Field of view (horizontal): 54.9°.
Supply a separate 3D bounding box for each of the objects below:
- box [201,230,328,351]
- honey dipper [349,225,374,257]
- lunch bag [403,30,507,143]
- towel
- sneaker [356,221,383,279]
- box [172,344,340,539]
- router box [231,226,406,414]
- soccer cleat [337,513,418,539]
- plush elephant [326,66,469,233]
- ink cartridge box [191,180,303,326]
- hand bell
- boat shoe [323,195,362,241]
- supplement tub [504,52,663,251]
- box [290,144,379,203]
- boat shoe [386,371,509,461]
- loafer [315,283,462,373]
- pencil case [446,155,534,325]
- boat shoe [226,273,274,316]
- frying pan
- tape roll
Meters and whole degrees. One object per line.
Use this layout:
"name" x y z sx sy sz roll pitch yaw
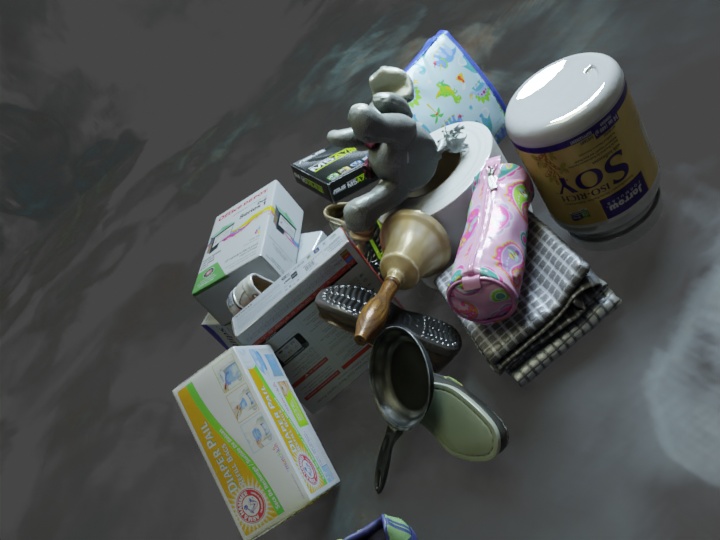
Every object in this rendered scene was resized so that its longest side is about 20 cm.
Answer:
"box" -0.139 0.047 1.164 0.197 0.105 0.187 -6 46 43
"honey dipper" 0.000 0.000 1.012 0.037 0.205 0.038 2 28 -1
"lunch bag" 0.133 -0.261 1.148 0.171 0.201 0.126 -49 33 -14
"towel" 0.191 0.023 0.849 0.165 0.086 0.201 -39 32 5
"sneaker" 0.013 0.000 1.101 0.203 0.074 0.076 -60 -7 -7
"box" -0.125 0.206 0.852 0.100 0.203 0.112 -33 -12 12
"router box" -0.048 0.074 0.960 0.199 0.180 0.049 -39 30 2
"soccer cleat" -0.029 0.320 0.732 0.198 0.084 0.065 -35 32 11
"plush elephant" 0.028 -0.178 0.943 0.196 0.169 0.154 -22 38 -26
"ink cartridge box" -0.177 -0.032 1.120 0.142 0.084 0.203 -27 34 23
"hand bell" 0.037 0.023 0.854 0.102 0.106 0.201 -15 28 35
"boat shoe" 0.010 -0.092 1.207 0.197 0.065 0.073 2 51 49
"supplement tub" 0.275 -0.138 0.839 0.143 0.201 0.147 -27 33 20
"box" -0.015 -0.213 1.349 0.197 0.048 0.193 -29 31 -15
"boat shoe" 0.102 0.158 0.799 0.199 0.059 0.074 18 106 54
"loafer" 0.028 0.083 0.884 0.073 0.195 0.072 -53 -16 -60
"pencil case" 0.154 -0.038 0.807 0.086 0.088 0.203 -14 42 36
"boat shoe" -0.094 0.061 1.003 0.070 0.197 0.072 -45 32 27
"frying pan" 0.051 0.161 0.792 0.114 0.030 0.196 -10 84 55
"tape roll" 0.132 -0.094 1.004 0.199 0.140 0.206 -28 35 21
